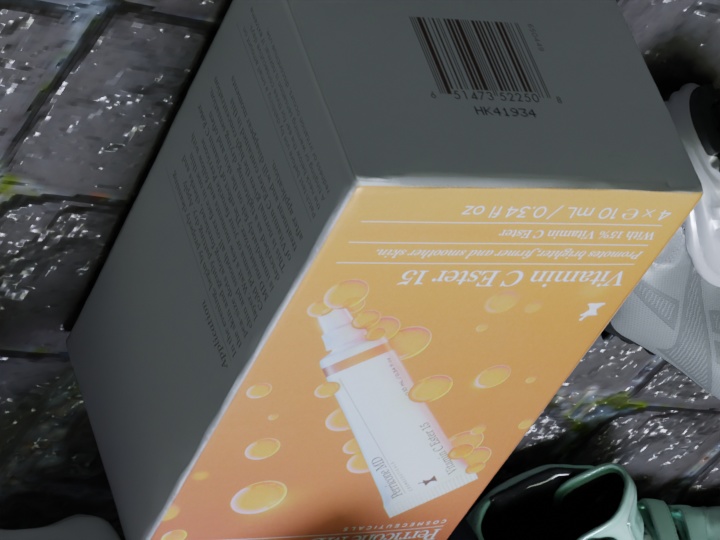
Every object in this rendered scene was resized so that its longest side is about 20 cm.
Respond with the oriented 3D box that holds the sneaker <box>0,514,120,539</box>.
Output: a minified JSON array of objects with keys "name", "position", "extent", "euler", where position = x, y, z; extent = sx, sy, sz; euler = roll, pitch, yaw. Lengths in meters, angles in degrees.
[{"name":"sneaker","position":[-0.164,0.124,0.803],"extent":[0.198,0.100,0.078],"euler":[-5,120,-3]}]

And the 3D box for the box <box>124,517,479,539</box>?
[{"name":"box","position":[-0.041,0.179,0.920],"extent":[0.196,0.200,0.124],"euler":[-30,111,12]}]

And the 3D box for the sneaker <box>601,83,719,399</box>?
[{"name":"sneaker","position":[0.122,0.005,0.911],"extent":[0.079,0.074,0.200],"euler":[-19,142,14]}]

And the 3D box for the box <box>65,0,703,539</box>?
[{"name":"box","position":[0.000,0.000,0.798],"extent":[0.124,0.098,0.200],"euler":[-1,142,-29]}]

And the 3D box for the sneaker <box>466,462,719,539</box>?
[{"name":"sneaker","position":[0.129,0.126,1.070],"extent":[0.199,0.074,0.118],"euler":[-7,151,-17]}]
